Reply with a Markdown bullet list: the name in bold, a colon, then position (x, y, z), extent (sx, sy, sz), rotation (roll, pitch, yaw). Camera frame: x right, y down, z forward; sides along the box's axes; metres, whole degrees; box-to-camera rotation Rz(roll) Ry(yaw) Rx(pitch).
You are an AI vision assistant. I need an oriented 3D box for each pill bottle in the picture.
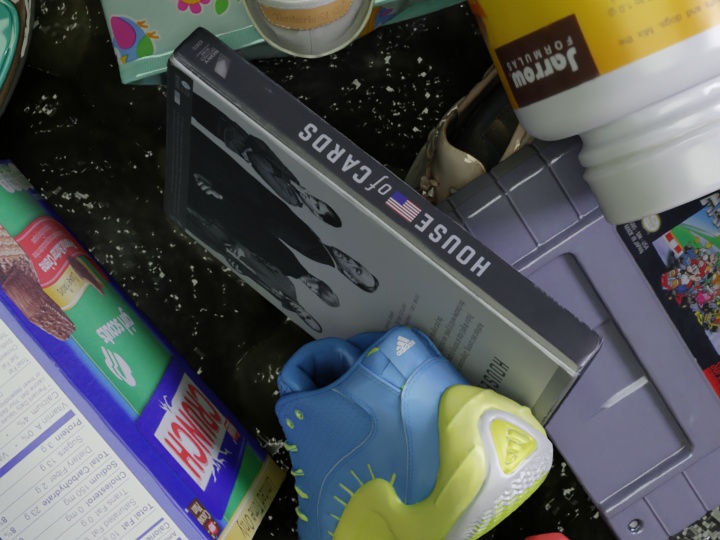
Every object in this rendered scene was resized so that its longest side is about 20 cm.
- **pill bottle**: position (0.089, -0.123, 0.664), extent (0.109, 0.109, 0.200), rotation (-24, 94, 2)

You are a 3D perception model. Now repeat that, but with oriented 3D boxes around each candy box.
- **candy box**: position (-0.129, 0.053, 0.754), extent (0.077, 0.169, 0.200), rotation (-39, 93, 7)

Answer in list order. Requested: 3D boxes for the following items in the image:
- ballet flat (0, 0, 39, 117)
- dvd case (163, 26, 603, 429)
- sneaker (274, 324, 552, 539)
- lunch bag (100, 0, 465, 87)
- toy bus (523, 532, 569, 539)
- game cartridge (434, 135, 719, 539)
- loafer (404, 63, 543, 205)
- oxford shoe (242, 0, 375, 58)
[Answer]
- **ballet flat**: position (-0.169, -0.129, 0.793), extent (0.068, 0.068, 0.200), rotation (17, 94, 2)
- **dvd case**: position (0.000, 0.000, 0.745), extent (0.200, 0.150, 0.025), rotation (38, 68, 9)
- **sneaker**: position (0.003, 0.082, 0.762), extent (0.076, 0.200, 0.105), rotation (-34, 82, -39)
- **lunch bag**: position (-0.021, -0.182, 0.763), extent (0.200, 0.122, 0.170), rotation (-17, 92, 8)
- **toy bus**: position (0.055, 0.219, 0.788), extent (0.200, 0.136, 0.192), rotation (-13, 80, 4)
- **game cartridge**: position (0.125, 0.022, 0.776), extent (0.130, 0.038, 0.200), rotation (-32, 118, 6)
- **loafer**: position (0.061, -0.062, 0.774), extent (0.063, 0.072, 0.200), rotation (25, 113, -40)
- **oxford shoe**: position (-0.026, -0.182, 0.677), extent (0.075, 0.058, 0.200), rotation (-6, 90, 0)
